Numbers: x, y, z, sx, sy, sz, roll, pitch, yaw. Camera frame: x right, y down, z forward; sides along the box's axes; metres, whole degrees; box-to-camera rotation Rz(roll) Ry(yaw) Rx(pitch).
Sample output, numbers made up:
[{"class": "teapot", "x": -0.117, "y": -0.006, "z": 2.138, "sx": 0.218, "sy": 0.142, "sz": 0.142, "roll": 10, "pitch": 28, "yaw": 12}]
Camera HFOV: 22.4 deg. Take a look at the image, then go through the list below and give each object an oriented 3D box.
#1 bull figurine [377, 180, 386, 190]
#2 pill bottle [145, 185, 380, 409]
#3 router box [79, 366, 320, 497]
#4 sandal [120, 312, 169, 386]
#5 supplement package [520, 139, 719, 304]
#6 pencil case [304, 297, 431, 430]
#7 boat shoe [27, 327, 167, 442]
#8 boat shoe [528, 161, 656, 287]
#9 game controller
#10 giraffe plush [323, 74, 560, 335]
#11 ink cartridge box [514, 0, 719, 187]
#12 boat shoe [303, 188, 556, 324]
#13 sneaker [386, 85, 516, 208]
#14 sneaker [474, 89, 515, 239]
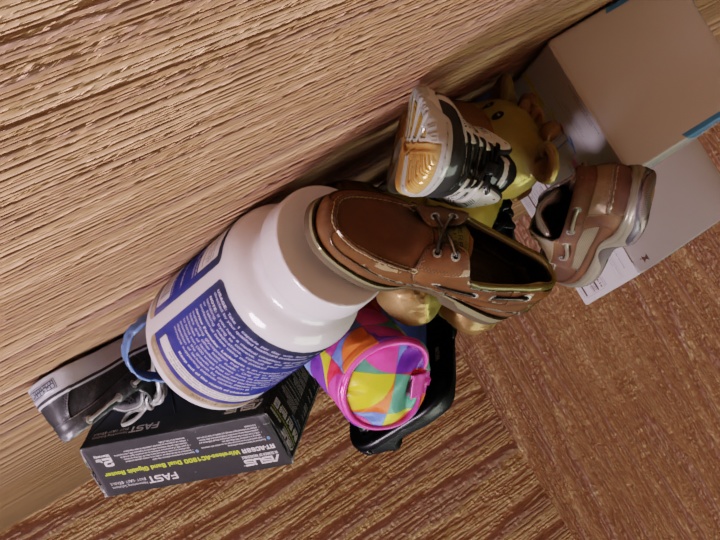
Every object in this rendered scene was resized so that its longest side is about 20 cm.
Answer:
[{"class": "bull figurine", "x": 0.091, "y": -0.089, "z": 1.671, "sx": 0.199, "sy": 0.065, "sz": 0.121, "roll": -32, "pitch": 174, "yaw": -13}, {"class": "pill bottle", "x": -0.070, "y": 0.020, "z": 1.353, "sx": 0.115, "sy": 0.116, "sz": 0.200, "roll": -29, "pitch": 175, "yaw": -39}, {"class": "router box", "x": -0.139, "y": 0.121, "z": 1.652, "sx": 0.199, "sy": 0.062, "sz": 0.150, "roll": -13, "pitch": -148, "yaw": 23}, {"class": "sandal", "x": -0.143, "y": 0.048, "z": 1.578, "sx": 0.086, "sy": 0.080, "sz": 0.200, "roll": 2, "pitch": -165, "yaw": 18}, {"class": "supplement package", "x": 0.254, "y": -0.098, "z": 1.843, "sx": 0.155, "sy": 0.201, "sz": 0.111, "roll": -30, "pitch": 177, "yaw": -28}, {"class": "pencil case", "x": -0.011, "y": 0.048, "z": 1.442, "sx": 0.088, "sy": 0.089, "sz": 0.200, "roll": -32, "pitch": -147, "yaw": -4}, {"class": "boat shoe", "x": -0.205, "y": 0.097, "z": 1.602, "sx": 0.073, "sy": 0.068, "sz": 0.199, "roll": -34, "pitch": 176, "yaw": 30}, {"class": "boat shoe", "x": 0.171, "y": -0.042, "z": 1.449, "sx": 0.071, "sy": 0.076, "sz": 0.200, "roll": 13, "pitch": 158, "yaw": -8}, {"class": "game controller", "x": 0.035, "y": 0.061, "z": 1.482, "sx": 0.104, "sy": 0.042, "sz": 0.201, "roll": -42, "pitch": -152, "yaw": 30}, {"class": "giraffe plush", "x": 0.083, "y": -0.064, "z": 1.422, "sx": 0.199, "sy": 0.173, "sz": 0.163, "roll": -9, "pitch": 138, "yaw": -52}, {"class": "ink cartridge box", "x": 0.214, "y": -0.141, "z": 1.534, "sx": 0.128, "sy": 0.126, "sz": 0.200, "roll": -31, "pitch": 176, "yaw": -13}, {"class": "boat shoe", "x": 0.053, "y": -0.019, "z": 1.285, "sx": 0.199, "sy": 0.073, "sz": 0.068, "roll": 16, "pitch": 155, "yaw": -37}, {"class": "sneaker", "x": 0.069, "y": -0.082, "z": 1.262, "sx": 0.087, "sy": 0.076, "sz": 0.200, "roll": 12, "pitch": -177, "yaw": -2}, {"class": "sneaker", "x": 0.106, "y": -0.057, "z": 1.557, "sx": 0.070, "sy": 0.078, "sz": 0.201, "roll": -20, "pitch": 140, "yaw": -42}]
